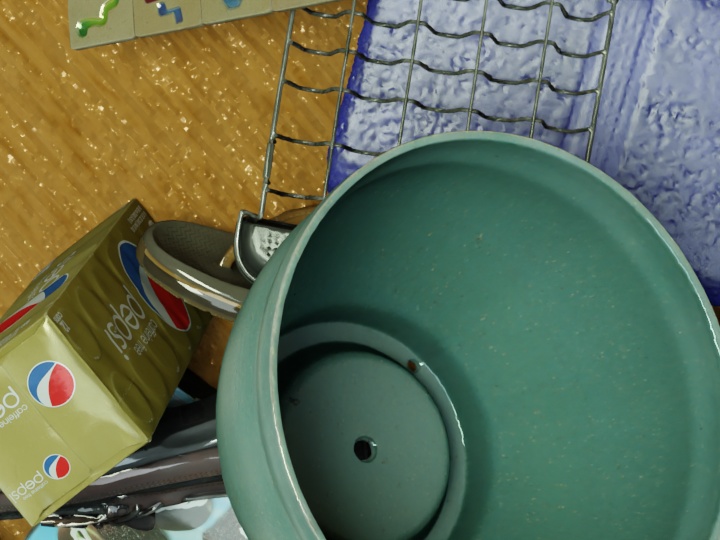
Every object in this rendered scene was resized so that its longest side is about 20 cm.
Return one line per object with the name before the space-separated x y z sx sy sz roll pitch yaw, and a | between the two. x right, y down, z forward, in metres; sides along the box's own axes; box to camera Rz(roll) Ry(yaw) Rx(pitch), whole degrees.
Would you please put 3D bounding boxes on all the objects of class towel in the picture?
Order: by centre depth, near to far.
towel | 0.095 -0.078 0.992 0.200 0.050 0.148 15 99 1

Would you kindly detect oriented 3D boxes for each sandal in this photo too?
sandal | 0.000 0.000 1.000 0.200 0.082 0.055 13 107 0

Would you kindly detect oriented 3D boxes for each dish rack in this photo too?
dish rack | 0.033 -0.080 0.939 0.153 0.055 0.200 9 90 0

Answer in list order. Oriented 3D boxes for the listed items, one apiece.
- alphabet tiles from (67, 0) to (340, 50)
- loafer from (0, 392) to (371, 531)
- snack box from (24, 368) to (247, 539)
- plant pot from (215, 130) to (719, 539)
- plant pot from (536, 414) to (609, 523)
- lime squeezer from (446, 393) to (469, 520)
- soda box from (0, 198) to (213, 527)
alphabet tiles | -0.070 -0.185 0.939 0.200 0.006 0.166 -7 81 26
loafer | -0.087 0.094 1.004 0.200 0.072 0.063 -13 105 2
snack box | -0.050 0.146 1.068 0.200 0.037 0.116 36 104 -6
plant pot | 0.025 0.060 0.855 0.200 0.134 0.200 8 72 -28
plant pot | 0.177 0.120 0.974 0.196 0.200 0.200 22 107 7
lime squeezer | 0.019 0.150 0.945 0.071 0.038 0.200 29 96 14
soda box | -0.118 0.034 0.958 0.064 0.200 0.068 -36 100 13
